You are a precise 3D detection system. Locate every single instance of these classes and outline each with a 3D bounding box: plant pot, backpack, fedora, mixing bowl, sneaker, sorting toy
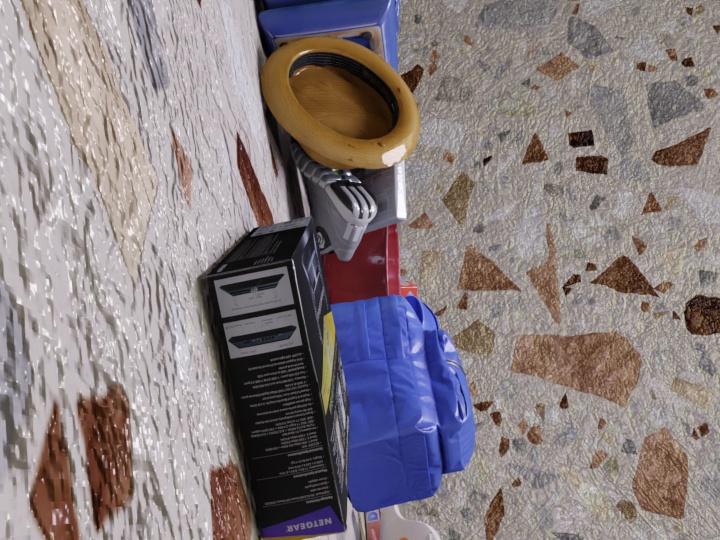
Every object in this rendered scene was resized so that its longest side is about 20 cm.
[{"bbox_3d":[-0.039,-0.350,1.014,0.201,0.194,0.184,75,9,-69],"label":"plant pot"},{"bbox_3d":[0.033,0.134,0.835,0.165,0.163,0.203,86,-8,-46],"label":"backpack"},{"bbox_3d":[-0.028,-0.182,0.890,0.082,0.196,0.205,125,-39,-53],"label":"fedora"},{"bbox_3d":[0.000,0.000,1.126,0.200,0.105,0.206,-1,90,-83],"label":"mixing bowl"},{"bbox_3d":[-0.052,-0.086,0.960,0.201,0.073,0.117,59,-42,46],"label":"sneaker"},{"bbox_3d":[0.056,0.396,0.978,0.181,0.104,0.205,-107,-175,-69],"label":"sorting toy"}]

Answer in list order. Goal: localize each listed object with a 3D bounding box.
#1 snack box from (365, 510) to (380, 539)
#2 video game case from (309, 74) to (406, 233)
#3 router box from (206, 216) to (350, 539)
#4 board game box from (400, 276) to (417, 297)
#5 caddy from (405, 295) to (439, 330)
[{"bbox_3d":[0.022,0.373,1.155,0.201,0.024,0.073,-97,175,-62],"label":"snack box"},{"bbox_3d":[-0.009,-0.139,1.004,0.198,0.022,0.188,-14,-105,54],"label":"video game case"},{"bbox_3d":[-0.045,0.057,0.508,0.200,0.051,0.162,-91,170,-80],"label":"router box"},{"bbox_3d":[0.057,0.111,1.498,0.153,0.039,0.206,-146,-122,-66],"label":"board game box"},{"bbox_3d":[0.055,0.133,1.271,0.105,0.138,0.204,48,53,-56],"label":"caddy"}]
